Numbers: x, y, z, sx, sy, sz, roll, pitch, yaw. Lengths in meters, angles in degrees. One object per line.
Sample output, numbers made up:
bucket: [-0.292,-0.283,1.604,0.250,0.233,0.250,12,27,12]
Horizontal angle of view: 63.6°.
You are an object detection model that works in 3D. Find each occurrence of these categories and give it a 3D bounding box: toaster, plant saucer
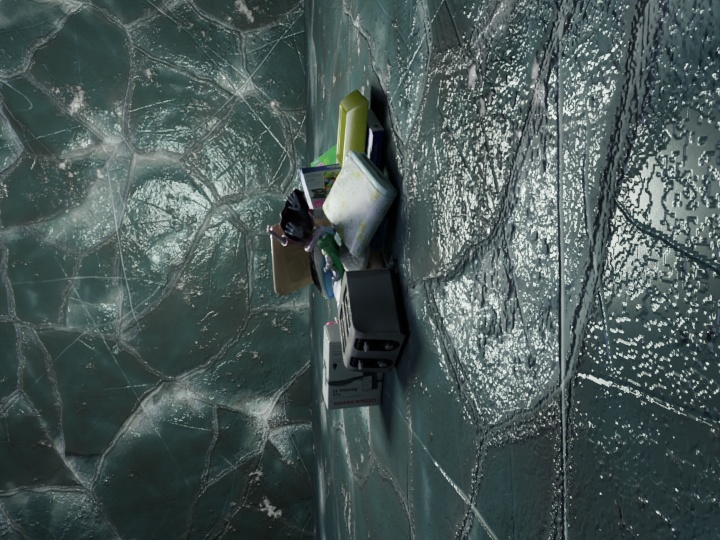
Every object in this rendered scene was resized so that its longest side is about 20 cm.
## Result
toaster: [0.022,0.102,1.273,0.182,0.116,0.203,104,161,-55]
plant saucer: [-0.025,-0.334,1.441,0.201,0.047,0.204,-109,22,-65]

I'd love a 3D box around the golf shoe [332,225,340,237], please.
golf shoe: [-0.037,-0.122,1.600,0.202,0.076,0.096,-90,15,-55]

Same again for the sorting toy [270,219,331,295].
sorting toy: [-0.155,-0.050,1.533,0.036,0.198,0.189,15,115,39]

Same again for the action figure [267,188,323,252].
action figure: [-0.133,-0.110,1.381,0.135,0.148,0.200,-55,-9,-10]

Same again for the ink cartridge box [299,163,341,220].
ink cartridge box: [-0.086,-0.217,1.503,0.042,0.117,0.202,94,162,-46]

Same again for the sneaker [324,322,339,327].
sneaker: [-0.041,0.212,1.629,0.082,0.074,0.199,-59,34,3]

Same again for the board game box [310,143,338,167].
board game box: [-0.062,-0.270,1.626,0.040,0.152,0.202,40,-153,-40]

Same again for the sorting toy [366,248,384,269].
sorting toy: [0.000,0.000,1.489,0.202,0.036,0.187,114,154,-42]

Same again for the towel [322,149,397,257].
towel: [-0.006,-0.156,1.313,0.173,0.047,0.201,-61,40,26]

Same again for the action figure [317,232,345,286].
action figure: [-0.067,-0.034,1.377,0.201,0.054,0.120,69,-170,-68]

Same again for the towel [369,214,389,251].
towel: [0.025,-0.147,1.408,0.202,0.047,0.113,-104,15,-49]

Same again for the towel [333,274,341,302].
towel: [-0.035,0.042,1.514,0.200,0.023,0.150,-123,38,-63]

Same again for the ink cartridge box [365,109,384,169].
ink cartridge box: [0.025,-0.312,1.404,0.201,0.038,0.101,-104,17,-56]

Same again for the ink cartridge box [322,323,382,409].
ink cartridge box: [-0.018,0.238,1.445,0.083,0.143,0.204,-114,24,-62]

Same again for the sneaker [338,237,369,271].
sneaker: [-0.010,-0.042,1.371,0.202,0.075,0.082,-97,-7,-55]

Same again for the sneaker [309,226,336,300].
sneaker: [-0.082,-0.018,1.506,0.078,0.088,0.204,-136,37,-59]

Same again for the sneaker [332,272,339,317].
sneaker: [-0.053,0.054,1.657,0.202,0.079,0.147,-95,-20,-46]

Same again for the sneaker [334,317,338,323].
sneaker: [-0.039,0.199,1.760,0.200,0.070,0.115,-137,43,-79]
